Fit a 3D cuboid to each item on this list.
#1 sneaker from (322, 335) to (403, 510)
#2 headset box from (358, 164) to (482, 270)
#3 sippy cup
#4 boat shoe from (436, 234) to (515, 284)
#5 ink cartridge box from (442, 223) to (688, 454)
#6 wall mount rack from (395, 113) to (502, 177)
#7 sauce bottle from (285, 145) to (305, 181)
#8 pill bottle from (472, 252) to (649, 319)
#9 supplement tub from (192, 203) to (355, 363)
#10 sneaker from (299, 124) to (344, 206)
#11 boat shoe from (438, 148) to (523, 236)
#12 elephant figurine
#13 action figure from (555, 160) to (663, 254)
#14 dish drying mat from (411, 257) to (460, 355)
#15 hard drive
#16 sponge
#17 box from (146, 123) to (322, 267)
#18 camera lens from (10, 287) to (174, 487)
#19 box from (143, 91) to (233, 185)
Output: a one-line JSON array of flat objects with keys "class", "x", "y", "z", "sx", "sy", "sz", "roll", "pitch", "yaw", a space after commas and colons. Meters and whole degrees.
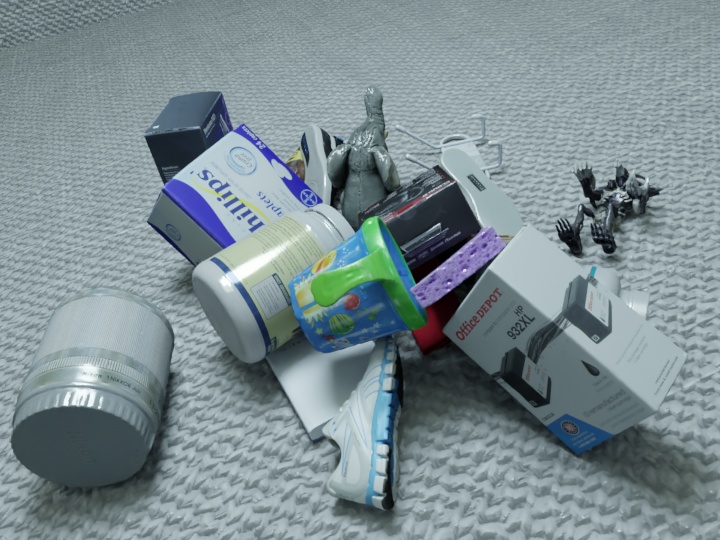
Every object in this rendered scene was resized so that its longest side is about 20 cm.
[{"class": "sneaker", "x": 0.002, "y": 0.159, "z": 0.691, "sx": 0.085, "sy": 0.075, "sz": 0.202, "roll": -3, "pitch": 51, "yaw": 16}, {"class": "headset box", "x": 0.075, "y": -0.068, "z": 0.861, "sx": 0.148, "sy": 0.078, "sz": 0.200, "roll": -31, "pitch": 15, "yaw": 7}, {"class": "sippy cup", "x": -0.007, "y": 0.027, "z": 0.710, "sx": 0.129, "sy": 0.178, "sz": 0.141, "roll": -26, "pitch": 43, "yaw": 9}, {"class": "boat shoe", "x": 0.193, "y": -0.017, "z": 0.888, "sx": 0.198, "sy": 0.077, "sz": 0.071, "roll": 9, "pitch": 13, "yaw": 37}, {"class": "ink cartridge box", "x": 0.201, "y": 0.075, "z": 0.643, "sx": 0.200, "sy": 0.146, "sz": 0.084, "roll": 42, "pitch": 59, "yaw": 12}, {"class": "wall mount rack", "x": 0.160, "y": -0.225, "z": 1.132, "sx": 0.171, "sy": 0.075, "sz": 0.201, "roll": -11, "pitch": 38, "yaw": 1}, {"class": "sauce bottle", "x": -0.114, "y": -0.189, "z": 1.166, "sx": 0.065, "sy": 0.067, "sz": 0.201, "roll": 6, "pitch": 40, "yaw": 20}, {"class": "pill bottle", "x": 0.243, "y": 0.045, "z": 0.757, "sx": 0.197, "sy": 0.112, "sz": 0.111, "roll": 10, "pitch": 44, "yaw": 25}, {"class": "supplement tub", "x": -0.104, "y": 0.011, "z": 0.818, "sx": 0.199, "sy": 0.146, "sz": 0.144, "roll": -33, "pitch": 43, "yaw": -25}, {"class": "sneaker", "x": -0.044, "y": -0.168, "z": 1.121, "sx": 0.073, "sy": 0.111, "sz": 0.203, "roll": -33, "pitch": 54, "yaw": 43}, {"class": "boat shoe", "x": 0.188, "y": -0.105, "z": 0.983, "sx": 0.070, "sy": 0.064, "sz": 0.201, "roll": -20, "pitch": 63, "yaw": -19}, {"class": "elephant figurine", "x": 0.008, "y": -0.168, "z": 1.002, "sx": 0.140, "sy": 0.202, "sz": 0.155, "roll": -22, "pitch": 40, "yaw": -13}, {"class": "action figure", "x": 0.375, "y": -0.112, "z": 0.923, "sx": 0.118, "sy": 0.103, "sz": 0.200, "roll": 9, "pitch": 43, "yaw": 41}, {"class": "dish drying mat", "x": 0.091, "y": 0.031, "z": 0.870, "sx": 0.076, "sy": 0.018, "sz": 0.201, "roll": -35, "pitch": 37, "yaw": 13}, {"class": "hard drive", "x": -0.047, "y": 0.117, "z": 0.811, "sx": 0.131, "sy": 0.026, "sz": 0.200, "roll": -25, "pitch": 40, "yaw": -16}, {"class": "sponge", "x": 0.117, "y": -0.007, "z": 0.741, "sx": 0.111, "sy": 0.030, "sz": 0.200, "roll": -40, "pitch": -3, "yaw": 9}, {"class": "box", "x": -0.190, "y": -0.092, "z": 0.962, "sx": 0.184, "sy": 0.105, "sz": 0.201, "roll": 43, "pitch": 51, "yaw": -7}, {"class": "camera lens", "x": -0.318, "y": 0.134, "z": 0.753, "sx": 0.157, "sy": 0.162, "sz": 0.201, "roll": -11, "pitch": 39, "yaw": 1}, {"class": "box", "x": -0.286, "y": -0.196, "z": 1.110, "sx": 0.103, "sy": 0.202, "sz": 0.149, "roll": -4, "pitch": 39, "yaw": 9}]
